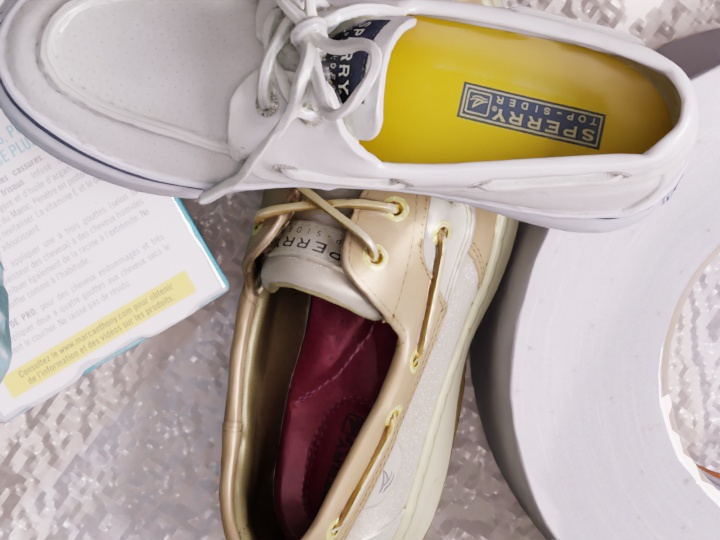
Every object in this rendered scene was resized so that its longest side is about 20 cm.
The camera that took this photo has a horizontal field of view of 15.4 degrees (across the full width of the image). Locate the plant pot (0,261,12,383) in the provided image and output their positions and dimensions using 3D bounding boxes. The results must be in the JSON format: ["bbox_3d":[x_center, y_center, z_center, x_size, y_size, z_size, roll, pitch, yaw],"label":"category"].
[{"bbox_3d":[-0.202,0.021,0.700,0.200,0.196,0.197,-34,102,-1],"label":"plant pot"}]

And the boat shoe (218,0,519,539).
[{"bbox_3d":[0.000,0.000,0.802,0.074,0.066,0.201,11,100,30],"label":"boat shoe"}]

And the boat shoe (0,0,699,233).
[{"bbox_3d":[-0.005,-0.053,0.730,0.201,0.086,0.075,12,78,0],"label":"boat shoe"}]

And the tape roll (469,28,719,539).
[{"bbox_3d":[0.137,0.024,0.840,0.199,0.066,0.201,-1,100,-8],"label":"tape roll"}]

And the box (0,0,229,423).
[{"bbox_3d":[-0.124,-0.062,0.793,0.082,0.049,0.201,-30,103,-3],"label":"box"}]
